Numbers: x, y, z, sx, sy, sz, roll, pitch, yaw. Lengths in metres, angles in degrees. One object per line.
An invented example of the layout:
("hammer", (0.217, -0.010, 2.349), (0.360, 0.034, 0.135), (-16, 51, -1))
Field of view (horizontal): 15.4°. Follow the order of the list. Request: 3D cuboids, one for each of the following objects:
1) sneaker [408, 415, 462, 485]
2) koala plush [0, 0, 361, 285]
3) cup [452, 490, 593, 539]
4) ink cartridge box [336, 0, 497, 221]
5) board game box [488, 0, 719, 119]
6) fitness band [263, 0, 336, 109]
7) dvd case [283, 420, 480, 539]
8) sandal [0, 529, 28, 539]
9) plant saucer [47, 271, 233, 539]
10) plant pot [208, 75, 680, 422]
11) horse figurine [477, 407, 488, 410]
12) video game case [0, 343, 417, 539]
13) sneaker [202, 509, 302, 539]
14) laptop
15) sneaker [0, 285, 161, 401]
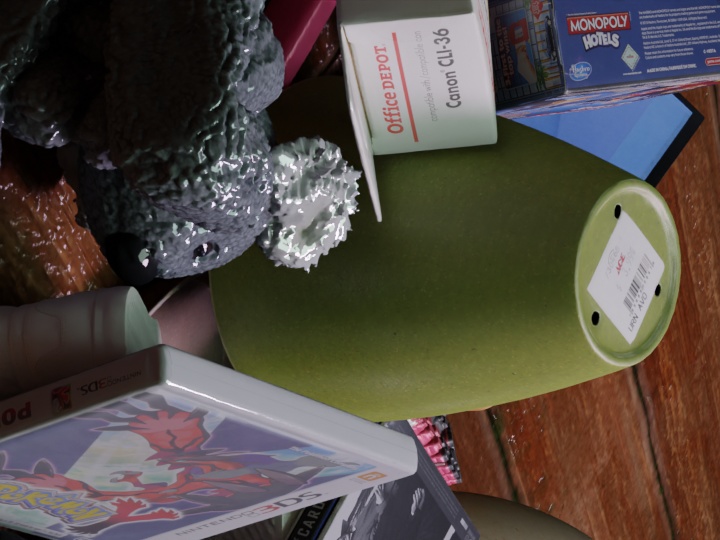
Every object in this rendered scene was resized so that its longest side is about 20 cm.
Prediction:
("sneaker", (0.001, 0.084, 1.631), (0.200, 0.074, 0.081), (61, 13, -48))
("koala plush", (-0.089, -0.069, 1.206), (0.200, 0.176, 0.185), (63, 37, -55))
("cup", (0.053, 0.224, 1.749), (0.143, 0.200, 0.201), (40, 74, -38))
("ink cartridge box", (0.027, -0.137, 1.294), (0.117, 0.067, 0.201), (73, 14, -60))
("board game box", (0.109, -0.120, 1.487), (0.199, 0.199, 0.062), (-9, 91, -42))
("fitness band", (-0.052, -0.152, 1.356), (0.201, 0.037, 0.144), (-60, 155, -12))
("dvd case", (-0.008, 0.192, 1.490), (0.200, 0.025, 0.151), (-59, 143, -23))
("sandal", (-0.136, 0.171, 1.341), (0.045, 0.075, 0.200), (-66, 157, -6))
("plant saucer", (-0.113, 0.084, 1.444), (0.200, 0.034, 0.201), (-44, 146, -39))
("plant pot", (0.058, -0.006, 1.369), (0.187, 0.199, 0.188), (-6, 97, -50))
("horse figurine", (0.062, 0.037, 1.677), (0.200, 0.050, 0.133), (63, 22, -66))
("video game case", (-0.101, 0.090, 1.248), (0.200, 0.182, 0.023), (24, 53, -51))
("sneaker", (-0.049, 0.185, 1.511), (0.082, 0.074, 0.201), (-15, 119, -47))
("laptop", (0.127, -0.120, 1.664), (0.177, 0.103, 0.200), (-52, 152, -29))
("sneaker", (-0.154, 0.056, 1.276), (0.200, 0.115, 0.074), (81, 6, -69))
